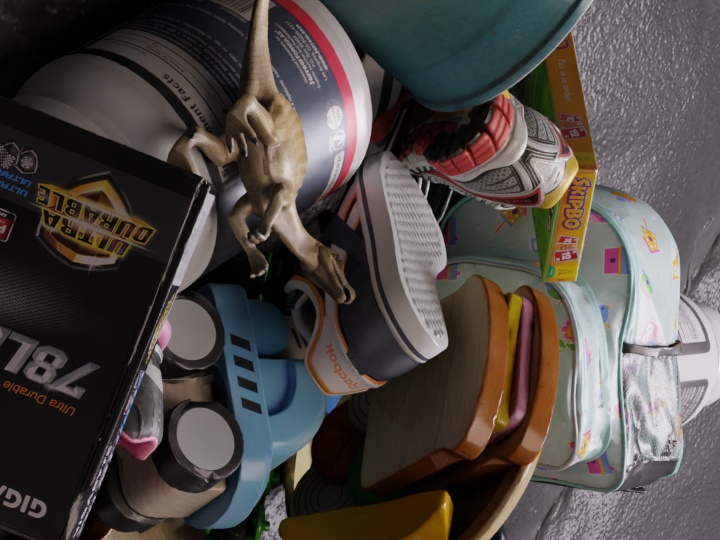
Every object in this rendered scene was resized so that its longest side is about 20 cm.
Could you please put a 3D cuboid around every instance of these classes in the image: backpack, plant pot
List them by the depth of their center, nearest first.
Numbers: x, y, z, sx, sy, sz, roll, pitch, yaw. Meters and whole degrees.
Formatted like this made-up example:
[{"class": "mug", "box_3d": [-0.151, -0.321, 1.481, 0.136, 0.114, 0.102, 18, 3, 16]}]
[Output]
[{"class": "plant pot", "box_3d": [0.022, -0.221, 1.598, 0.188, 0.200, 0.200, 32, 80, -28]}, {"class": "backpack", "box_3d": [0.120, 0.039, 1.890, 0.153, 0.175, 0.201, 7, 90, -55]}]

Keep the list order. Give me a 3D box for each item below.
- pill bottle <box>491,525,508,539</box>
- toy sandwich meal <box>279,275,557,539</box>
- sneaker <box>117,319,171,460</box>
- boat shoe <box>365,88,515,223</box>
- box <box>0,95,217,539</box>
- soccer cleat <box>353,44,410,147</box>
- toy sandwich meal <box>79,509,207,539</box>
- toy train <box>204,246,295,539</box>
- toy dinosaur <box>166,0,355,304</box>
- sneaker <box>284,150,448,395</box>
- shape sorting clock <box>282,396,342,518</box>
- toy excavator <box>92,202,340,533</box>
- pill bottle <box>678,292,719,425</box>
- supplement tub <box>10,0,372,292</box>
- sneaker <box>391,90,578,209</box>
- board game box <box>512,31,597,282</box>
[{"class": "pill bottle", "box_3d": [0.066, 0.255, 1.986, 0.112, 0.112, 0.200, -48, 141, -28]}, {"class": "toy sandwich meal", "box_3d": [0.028, 0.090, 1.620, 0.070, 0.205, 0.206, 35, 77, -34]}, {"class": "sneaker", "box_3d": [-0.191, 0.077, 1.473, 0.079, 0.199, 0.096, 62, 16, -66]}, {"class": "boat shoe", "box_3d": [0.062, -0.121, 1.823, 0.074, 0.068, 0.200, 38, 76, -55]}, {"class": "box", "box_3d": [-0.198, 0.012, 1.425, 0.050, 0.200, 0.199, 56, 56, -85]}, {"class": "soccer cleat", "box_3d": [0.025, -0.168, 1.752, 0.200, 0.069, 0.085, -57, 136, -18]}, {"class": "toy sandwich meal", "box_3d": [-0.122, 0.132, 1.697, 0.205, 0.070, 0.206, -30, 130, -43]}, {"class": "toy train", "box_3d": [-0.059, 0.080, 1.692, 0.056, 0.042, 0.201, 104, -2, -63]}, {"class": "toy dinosaur", "box_3d": [-0.054, -0.072, 1.483, 0.101, 0.058, 0.201, -30, 113, -59]}, {"class": "sneaker", "box_3d": [0.000, 0.000, 1.602, 0.079, 0.079, 0.200, 54, 16, -20]}, {"class": "shape sorting clock", "box_3d": [-0.012, 0.067, 1.808, 0.200, 0.039, 0.201, 18, 90, -80]}, {"class": "toy excavator", "box_3d": [-0.055, 0.052, 1.630, 0.200, 0.100, 0.195, 4, 65, -33]}, {"class": "pill bottle", "box_3d": [0.187, 0.066, 2.056, 0.200, 0.111, 0.111, -3, 109, -53]}, {"class": "supplement tub", "box_3d": [-0.103, -0.069, 1.558, 0.200, 0.140, 0.141, -34, 132, -41]}, {"class": "sneaker", "box_3d": [0.072, -0.070, 1.693, 0.082, 0.200, 0.078, 34, 93, -14]}, {"class": "board game box", "box_3d": [0.118, -0.097, 1.785, 0.030, 0.200, 0.096, -1, 136, -8]}]
